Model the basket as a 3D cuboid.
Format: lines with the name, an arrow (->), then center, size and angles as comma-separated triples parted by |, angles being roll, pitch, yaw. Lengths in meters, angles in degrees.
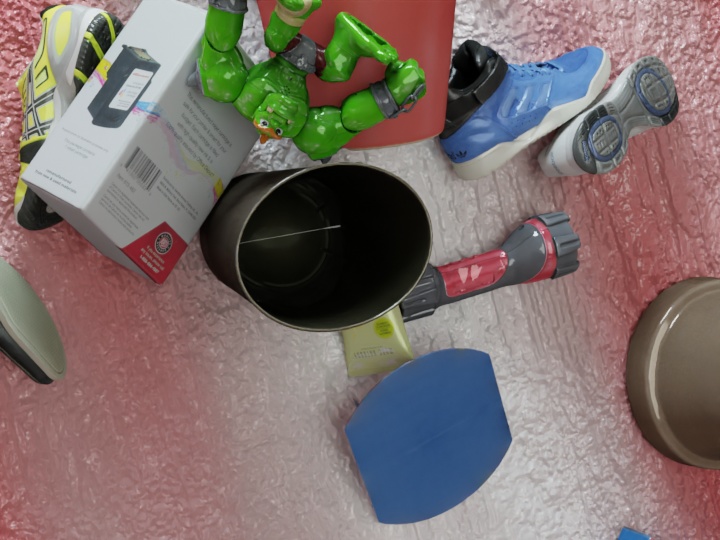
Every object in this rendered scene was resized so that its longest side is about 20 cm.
basket -> -0.060, -0.027, 1.346 | 0.178, 0.199, 0.138 | -12, 99, -24

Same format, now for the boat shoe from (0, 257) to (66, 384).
boat shoe -> -0.330, 0.026, 1.319 | 0.067, 0.072, 0.200 | -32, 115, 19

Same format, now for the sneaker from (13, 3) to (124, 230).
sneaker -> -0.263, -0.134, 1.336 | 0.075, 0.076, 0.202 | 5, 107, -61

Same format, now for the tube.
tube -> 0.000, 0.000, 1.452 | 0.051, 0.058, 0.203 | -14, 97, -18

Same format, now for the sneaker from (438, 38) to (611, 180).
sneaker -> 0.152, -0.189, 1.500 | 0.199, 0.077, 0.112 | -36, 114, -11

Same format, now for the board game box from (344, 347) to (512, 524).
board game box -> 0.061, 0.151, 1.480 | 0.157, 0.039, 0.202 | -28, 129, -11

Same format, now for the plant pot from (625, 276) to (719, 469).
plant pot -> 0.398, 0.109, 1.565 | 0.198, 0.174, 0.204 | 0, 91, -23

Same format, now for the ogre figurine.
ogre figurine -> -0.053, -0.166, 1.269 | 0.198, 0.098, 0.120 | 20, 115, -37

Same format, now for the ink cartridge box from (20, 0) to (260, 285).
ink cartridge box -> -0.176, -0.113, 1.326 | 0.201, 0.082, 0.146 | -57, 147, -12

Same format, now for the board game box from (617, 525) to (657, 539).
board game box -> 0.324, 0.402, 1.607 | 0.194, 0.056, 0.202 | 27, 81, -21

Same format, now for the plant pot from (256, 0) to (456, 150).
plant pot -> 0.001, -0.209, 1.385 | 0.198, 0.200, 0.180 | -11, 105, -22

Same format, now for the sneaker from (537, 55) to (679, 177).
sneaker -> 0.249, -0.156, 1.548 | 0.199, 0.087, 0.075 | -35, 103, -37

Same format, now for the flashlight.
flashlight -> 0.118, -0.004, 1.498 | 0.198, 0.068, 0.069 | -15, 99, -23
